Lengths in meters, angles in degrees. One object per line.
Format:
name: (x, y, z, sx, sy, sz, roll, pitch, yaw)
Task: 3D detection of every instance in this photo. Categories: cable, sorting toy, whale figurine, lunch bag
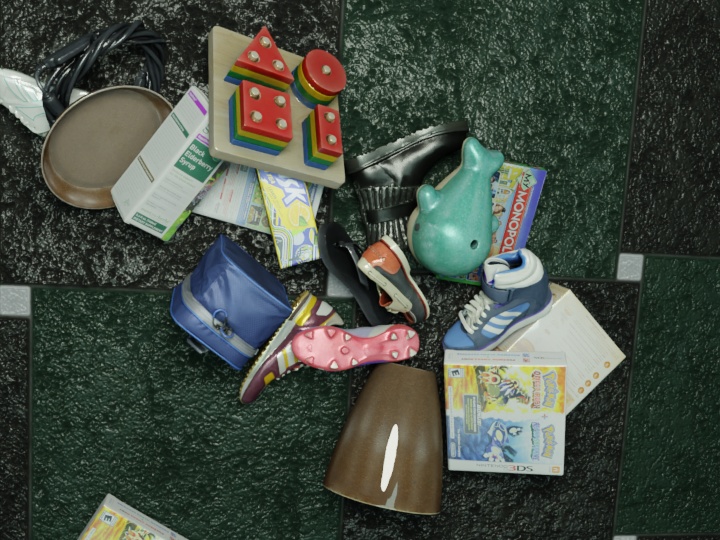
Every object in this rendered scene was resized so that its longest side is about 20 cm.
cable: (-0.339, -0.252, 0.976, 0.200, 0.051, 0.164, -43, 146, -25)
sorting toy: (-0.102, -0.235, 0.970, 0.198, 0.069, 0.201, 10, 62, -33)
whale figurine: (0.153, -0.086, 1.031, 0.158, 0.104, 0.202, 21, 99, -31)
lunch bag: (-0.189, 0.052, 1.010, 0.136, 0.200, 0.133, 41, 93, -17)

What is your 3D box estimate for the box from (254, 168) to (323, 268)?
box: (-0.111, -0.111, 1.050, 0.069, 0.064, 0.203, -14, 99, -7)

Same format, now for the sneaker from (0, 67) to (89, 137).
sneaker: (-0.463, -0.234, 0.996, 0.198, 0.070, 0.081, 16, 98, -11)

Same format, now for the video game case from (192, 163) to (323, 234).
video game case: (-0.156, -0.136, 1.082, 0.198, 0.018, 0.145, 15, 94, -10)

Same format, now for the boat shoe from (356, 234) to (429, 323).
boat shoe: (0.050, 0.027, 1.070, 0.062, 0.071, 0.201, -42, 142, -10)

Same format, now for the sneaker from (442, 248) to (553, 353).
sneaker: (0.193, 0.041, 1.093, 0.199, 0.081, 0.147, -29, 129, 9)

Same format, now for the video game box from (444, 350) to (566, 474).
video game box: (0.223, 0.221, 1.095, 0.180, 0.047, 0.202, -2, 114, 10)

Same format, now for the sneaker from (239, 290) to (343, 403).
sneaker: (-0.107, 0.135, 1.097, 0.090, 0.075, 0.201, 35, 92, -7)

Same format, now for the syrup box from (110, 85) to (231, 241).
syrup box: (-0.255, -0.150, 1.003, 0.200, 0.082, 0.079, -47, 141, 11)

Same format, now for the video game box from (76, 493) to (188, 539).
video game box: (-0.377, 0.485, 1.118, 0.181, 0.047, 0.201, 34, 92, -14)

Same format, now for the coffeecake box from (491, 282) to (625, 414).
coffeecake box: (0.303, 0.149, 1.161, 0.200, 0.073, 0.154, -43, 101, -1)

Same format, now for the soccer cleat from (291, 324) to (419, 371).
soccer cleat: (-0.008, 0.113, 1.075, 0.197, 0.076, 0.068, -3, 89, -12)

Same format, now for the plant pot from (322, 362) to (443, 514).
plant pot: (0.051, 0.248, 1.098, 0.185, 0.187, 0.203, 13, 82, -10)

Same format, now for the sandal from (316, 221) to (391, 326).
sandal: (0.000, 0.000, 1.080, 0.042, 0.077, 0.201, -16, 127, 30)

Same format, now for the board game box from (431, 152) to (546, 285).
board game box: (0.200, -0.074, 1.117, 0.133, 0.029, 0.202, 9, 109, -9)

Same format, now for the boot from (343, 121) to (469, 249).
boot: (0.087, -0.127, 1.089, 0.209, 0.079, 0.160, -21, 98, 0)

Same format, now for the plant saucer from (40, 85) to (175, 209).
plant saucer: (-0.346, -0.174, 0.983, 0.200, 0.200, 0.032, -41, 62, -2)
